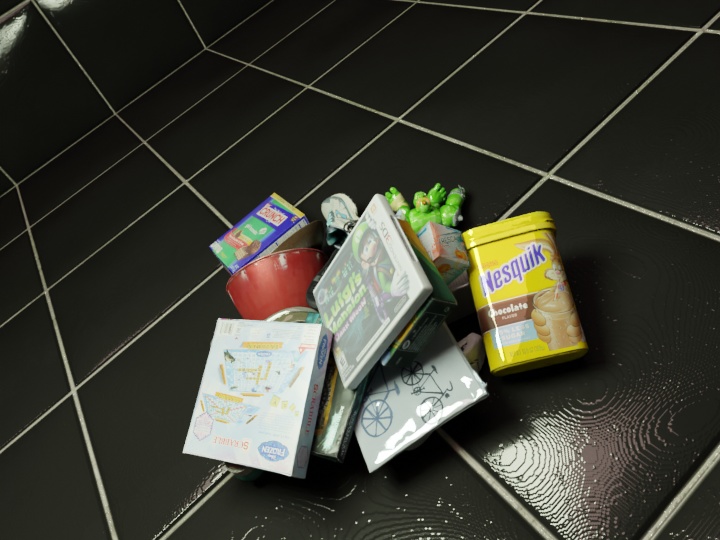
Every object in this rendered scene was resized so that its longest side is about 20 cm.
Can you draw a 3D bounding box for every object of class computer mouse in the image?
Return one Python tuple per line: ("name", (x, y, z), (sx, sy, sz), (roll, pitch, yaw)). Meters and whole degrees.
("computer mouse", (0.000, 0.000, 0.972), (0.137, 0.047, 0.203), (7, 52, 31))

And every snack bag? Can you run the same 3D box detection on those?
("snack bag", (0.061, 0.153, 0.808), (0.198, 0.021, 0.191), (-35, 46, 7))

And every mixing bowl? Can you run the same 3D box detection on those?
("mixing bowl", (-0.134, 0.058, 1.027), (0.195, 0.200, 0.111), (-23, 70, 8))

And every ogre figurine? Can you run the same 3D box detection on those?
("ogre figurine", (0.118, -0.109, 1.095), (0.194, 0.101, 0.121), (5, 28, -12))

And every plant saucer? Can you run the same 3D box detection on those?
("plant saucer", (-0.139, -0.017, 1.122), (0.199, 0.201, 0.037), (-41, 83, -12))

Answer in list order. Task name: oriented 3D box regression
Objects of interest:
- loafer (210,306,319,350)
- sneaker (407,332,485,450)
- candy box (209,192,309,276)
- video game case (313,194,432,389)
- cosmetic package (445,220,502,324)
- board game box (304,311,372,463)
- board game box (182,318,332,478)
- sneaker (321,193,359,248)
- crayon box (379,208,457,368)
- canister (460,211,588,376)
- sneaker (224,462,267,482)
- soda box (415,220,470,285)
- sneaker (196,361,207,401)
("loafer", (-0.149, 0.123, 0.935), (0.195, 0.076, 0.071), (-19, 43, -1))
("sneaker", (0.093, 0.156, 0.849), (0.200, 0.076, 0.114), (-47, 45, -14))
("candy box", (-0.215, -0.063, 1.258), (0.199, 0.078, 0.168), (-40, 38, -13))
("video game case", (0.006, 0.029, 0.794), (0.202, 0.023, 0.184), (-55, 40, 31))
("cosmetic package", (0.174, 0.012, 0.950), (0.195, 0.072, 0.103), (-24, 43, 7))
("board game box", (-0.052, 0.164, 0.835), (0.132, 0.028, 0.204), (5, 62, 30))
("board game box", (-0.147, 0.176, 0.821), (0.195, 0.041, 0.205), (0, 68, 29))
("sneaker", (-0.041, -0.092, 1.154), (0.084, 0.080, 0.200), (-16, 38, -25))
("crayon box", (0.045, 0.017, 0.808), (0.127, 0.050, 0.202), (-57, 39, 30))
("canister", (0.231, 0.035, 0.822), (0.144, 0.087, 0.206), (-14, 69, 10))
("sneaker", (-0.124, 0.239, 0.890), (0.071, 0.081, 0.201), (31, 71, 36))
("soda box", (0.077, 0.014, 0.870), (0.200, 0.067, 0.065), (-45, 43, 41))
("sneaker", (-0.236, 0.175, 1.026), (0.075, 0.083, 0.204), (-8, 45, 23))
